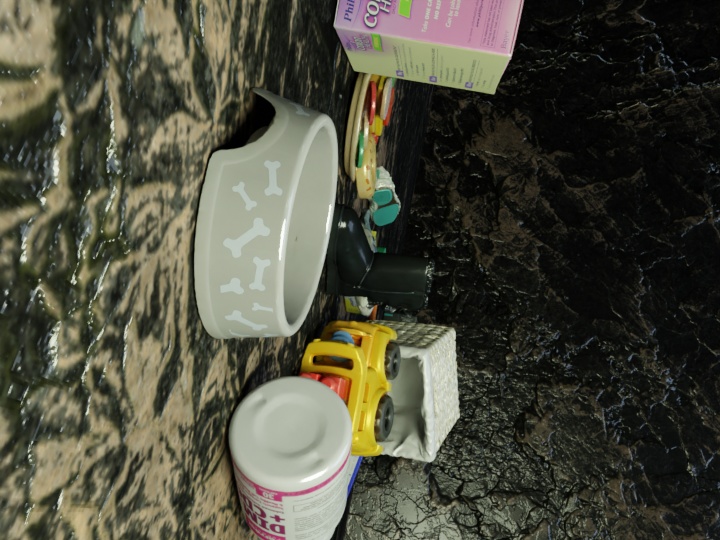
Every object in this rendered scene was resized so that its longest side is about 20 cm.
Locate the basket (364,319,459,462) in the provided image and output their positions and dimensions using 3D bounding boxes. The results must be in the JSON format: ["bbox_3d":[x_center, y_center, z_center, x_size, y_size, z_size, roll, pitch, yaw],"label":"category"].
[{"bbox_3d":[0.059,0.203,1.085,0.161,0.199,0.199,-26,114,-60],"label":"basket"}]

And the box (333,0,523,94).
[{"bbox_3d":[0.084,-0.298,0.742,0.176,0.199,0.097,-24,124,-82],"label":"box"}]

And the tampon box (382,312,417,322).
[{"bbox_3d":[0.160,0.295,2.686,0.126,0.149,0.201,68,33,-78],"label":"tampon box"}]

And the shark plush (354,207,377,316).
[{"bbox_3d":[-0.003,-0.023,1.085,0.083,0.091,0.201,65,10,-56],"label":"shark plush"}]

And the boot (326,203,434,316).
[{"bbox_3d":[0.032,-0.013,0.921,0.199,0.162,0.074,94,8,-49],"label":"boot"}]

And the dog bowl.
[{"bbox_3d":[-0.065,-0.039,0.485,0.200,0.058,0.201,11,90,-85],"label":"dog bowl"}]

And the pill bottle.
[{"bbox_3d":[-0.068,0.209,0.618,0.200,0.113,0.114,94,9,-45],"label":"pill bottle"}]

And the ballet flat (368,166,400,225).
[{"bbox_3d":[0.048,-0.161,1.297,0.200,0.071,0.072,82,20,-72],"label":"ballet flat"}]

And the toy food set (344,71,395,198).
[{"bbox_3d":[0.016,-0.225,0.924,0.198,0.048,0.201,93,10,-61],"label":"toy food set"}]

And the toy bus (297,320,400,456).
[{"bbox_3d":[-0.034,0.156,0.877,0.192,0.135,0.201,46,51,-63],"label":"toy bus"}]

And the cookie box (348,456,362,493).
[{"bbox_3d":[-0.030,0.378,1.317,0.171,0.075,0.201,-68,176,-61],"label":"cookie box"}]

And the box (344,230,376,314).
[{"bbox_3d":[0.000,0.000,1.203,0.200,0.048,0.118,81,20,-67],"label":"box"}]

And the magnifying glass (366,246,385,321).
[{"bbox_3d":[0.030,0.044,1.257,0.080,0.022,0.201,-70,171,-60],"label":"magnifying glass"}]
